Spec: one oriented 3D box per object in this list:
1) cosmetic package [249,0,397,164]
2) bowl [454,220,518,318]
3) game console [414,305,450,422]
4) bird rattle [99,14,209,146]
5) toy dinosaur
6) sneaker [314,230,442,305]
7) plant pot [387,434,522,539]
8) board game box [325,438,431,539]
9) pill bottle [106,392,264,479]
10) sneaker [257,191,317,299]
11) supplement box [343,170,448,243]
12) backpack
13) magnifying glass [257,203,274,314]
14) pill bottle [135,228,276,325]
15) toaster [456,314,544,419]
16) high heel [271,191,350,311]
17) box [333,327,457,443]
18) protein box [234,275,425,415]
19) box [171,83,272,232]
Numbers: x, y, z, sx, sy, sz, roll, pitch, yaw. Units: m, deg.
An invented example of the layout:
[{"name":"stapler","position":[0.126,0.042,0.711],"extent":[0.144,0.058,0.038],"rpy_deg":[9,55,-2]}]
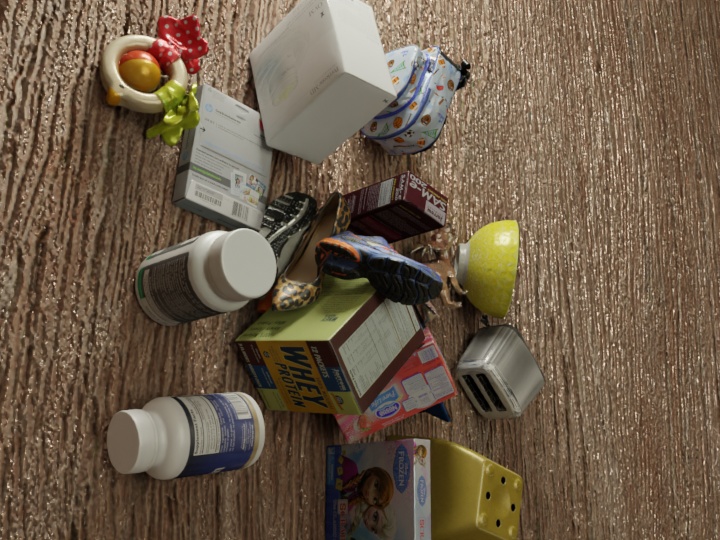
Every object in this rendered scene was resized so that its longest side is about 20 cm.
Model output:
[{"name":"cosmetic package","position":[-0.067,-0.320,1.460],"extent":[0.123,0.199,0.201],"rpy_deg":[14,51,-43]},{"name":"bowl","position":[0.245,-0.009,1.787],"extent":[0.107,0.200,0.201],"rpy_deg":[8,67,0]},{"name":"game console","position":[0.120,0.154,1.616],"extent":[0.171,0.118,0.201],"rpy_deg":[-39,108,-47]},{"name":"bird rattle","position":[-0.302,-0.298,1.322],"extent":[0.162,0.113,0.201],"rpy_deg":[4,73,-29]},{"name":"toy dinosaur","position":[0.131,0.010,1.682],"extent":[0.136,0.086,0.200],"rpy_deg":[56,36,-18]},{"name":"sneaker","position":[0.034,-0.015,1.327],"extent":[0.078,0.199,0.076],"rpy_deg":[-48,156,-48]},{"name":"plant pot","position":[0.165,0.399,1.539],"extent":[0.195,0.200,0.195],"rpy_deg":[32,58,-35]},{"name":"board game box","position":[0.025,0.371,1.400],"extent":[0.041,0.199,0.201],"rpy_deg":[15,68,-43]},{"name":"pill bottle","position":[-0.240,0.228,1.227],"extent":[0.199,0.111,0.112],"rpy_deg":[4,76,-45]},{"name":"sneaker","position":[-0.134,-0.041,1.417],"extent":[0.074,0.080,0.200],"rpy_deg":[27,63,13]},{"name":"supplement box","position":[0.041,-0.099,1.546],"extent":[0.109,0.199,0.061],"rpy_deg":[29,59,-38]},{"name":"backpack","position":[0.086,-0.317,1.673],"extent":[0.154,0.200,0.191],"rpy_deg":[22,70,-35]},{"name":"magnifying glass","position":[-0.141,-0.024,1.470],"extent":[0.079,0.022,0.201],"rpy_deg":[29,58,-37]},{"name":"pill bottle","position":[-0.217,0.009,1.246],"extent":[0.113,0.199,0.114],"rpy_deg":[14,69,-43]},{"name":"toaster","position":[0.274,0.201,1.772],"extent":[0.129,0.113,0.200],"rpy_deg":[-48,116,-40]},{"name":"high heel","position":[-0.080,-0.031,1.367],"extent":[0.200,0.071,0.143],"rpy_deg":[-45,148,-49]},{"name":"box","position":[0.047,0.188,1.468],"extent":[0.103,0.199,0.095],"rpy_deg":[64,4,-11]},{"name":"protein box","position":[-0.044,0.109,1.390],"extent":[0.200,0.198,0.135],"rpy_deg":[-44,120,-43]},{"name":"box","position":[-0.213,-0.174,1.419],"extent":[0.156,0.041,0.201],"rpy_deg":[23,64,-42]}]
